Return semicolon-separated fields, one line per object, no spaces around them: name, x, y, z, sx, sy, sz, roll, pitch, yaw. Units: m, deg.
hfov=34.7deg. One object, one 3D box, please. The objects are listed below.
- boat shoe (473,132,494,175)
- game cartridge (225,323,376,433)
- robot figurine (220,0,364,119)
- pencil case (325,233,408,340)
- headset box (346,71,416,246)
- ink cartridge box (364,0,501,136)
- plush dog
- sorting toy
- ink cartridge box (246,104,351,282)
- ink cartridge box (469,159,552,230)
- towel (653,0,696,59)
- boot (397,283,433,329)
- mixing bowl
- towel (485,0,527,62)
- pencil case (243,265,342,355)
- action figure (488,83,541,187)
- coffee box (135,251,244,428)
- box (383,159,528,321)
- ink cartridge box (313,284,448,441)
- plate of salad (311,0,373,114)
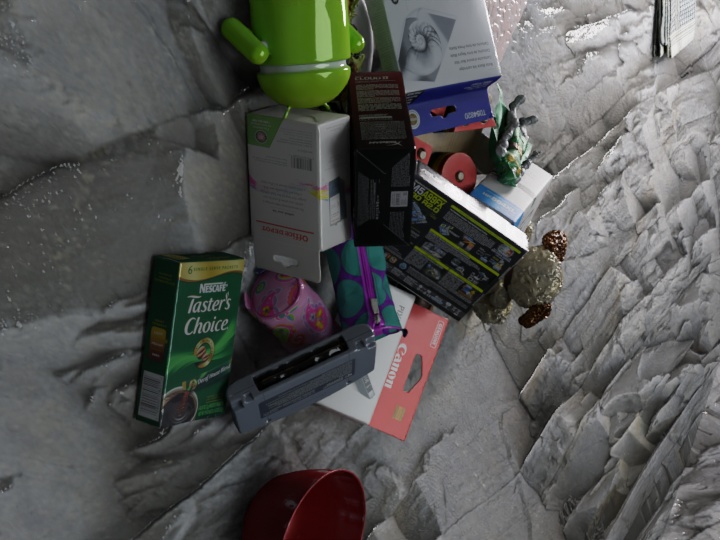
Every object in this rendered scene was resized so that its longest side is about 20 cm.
boat shoe;0.135;-0.215;1.761;0.200;0.063;0.073;41;75;-34
game cartridge;-0.074;0.140;1.470;0.199;0.042;0.133;-24;163;-12
robot figurine;-0.071;-0.284;1.362;0.175;0.115;0.201;-17;109;-42
pencil case;0.000;0.000;1.547;0.085;0.092;0.201;-9;78;-17
headset box;0.022;-0.149;1.460;0.200;0.075;0.149;-95;-175;-49
ink cartridge box;0.108;-0.294;1.581;0.199;0.041;0.201;-18;98;-39
plush dog;0.260;0.000;1.925;0.160;0.171;0.201;17;88;-57
sorting toy;0.107;-0.201;1.657;0.198;0.069;0.201;25;80;-36
ink cartridge box;-0.075;-0.096;1.432;0.067;0.117;0.201;-25;122;-49
ink cartridge box;0.202;-0.074;1.744;0.200;0.084;0.146;-43;162;-54
towel;0.691;-0.570;2.505;0.200;0.034;0.193;-33;128;-47
boot;0.072;-0.020;1.749;0.200;0.072;0.167;-48;128;-38
mixing bowl;-0.091;0.354;1.579;0.200;0.108;0.201;-28;124;-50
towel;0.192;-0.411;1.805;0.191;0.032;0.201;48;62;-53
pencil case;-0.077;0.074;1.528;0.088;0.087;0.200;-63;144;-20
action figure;0.228;-0.186;1.717;0.118;0.055;0.200;51;34;-25
coffee box;-0.201;0.080;1.371;0.123;0.044;0.201;-2;103;-57
box;0.110;-0.039;1.623;0.160;0.200;0.044;-49;-163;30
ink cartridge box;0.034;0.127;1.669;0.176;0.045;0.201;25;78;-21
plate of salad;-0.033;-0.278;1.497;0.200;0.048;0.201;-26;122;-51
